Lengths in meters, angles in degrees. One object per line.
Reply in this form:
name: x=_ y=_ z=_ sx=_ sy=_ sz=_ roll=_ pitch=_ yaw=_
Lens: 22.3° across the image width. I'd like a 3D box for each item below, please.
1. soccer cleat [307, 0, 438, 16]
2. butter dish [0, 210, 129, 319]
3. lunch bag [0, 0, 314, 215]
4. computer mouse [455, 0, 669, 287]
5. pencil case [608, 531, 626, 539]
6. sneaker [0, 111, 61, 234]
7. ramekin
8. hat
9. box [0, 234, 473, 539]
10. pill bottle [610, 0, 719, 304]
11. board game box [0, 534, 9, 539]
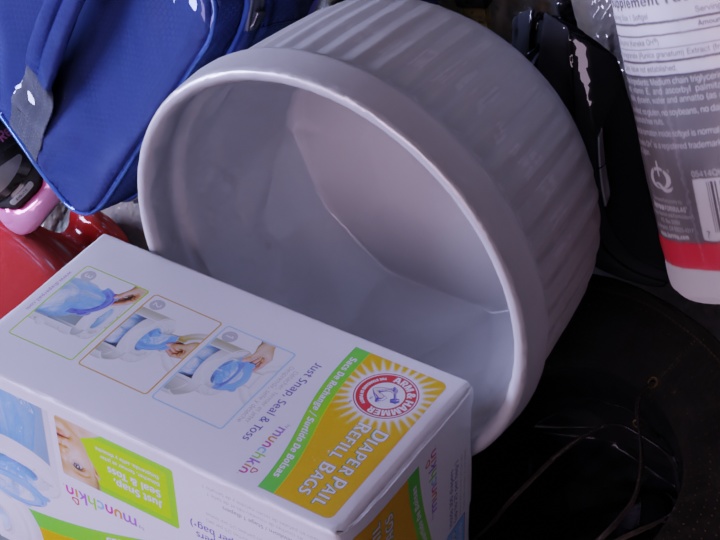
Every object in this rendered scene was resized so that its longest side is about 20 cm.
soccer cleat: x=-0.019 y=-0.082 z=0.919 sx=0.065 sy=0.084 sz=0.201 roll=37 pitch=125 yaw=2
butter dish: x=-0.193 y=0.027 z=1.079 sx=0.199 sy=0.148 sz=0.200 roll=30 pitch=165 yaw=31
lunch bag: x=-0.107 y=-0.132 z=0.940 sx=0.136 sy=0.132 sz=0.200 roll=48 pitch=132 yaw=14
computer mouse: x=0.077 y=-0.083 z=0.839 sx=0.140 sy=0.046 sz=0.201 roll=39 pitch=153 yaw=58
pencil case: x=0.060 y=0.151 z=0.948 sx=0.199 sy=0.078 sz=0.090 roll=5 pitch=122 yaw=39
sneaker: x=-0.227 y=-0.109 z=1.040 sx=0.079 sy=0.095 sz=0.200 roll=-50 pitch=43 yaw=17
ramekin: x=0.011 y=-0.023 z=0.800 sx=0.199 sy=0.105 sz=0.201 roll=23 pitch=135 yaw=25
hat: x=0.105 y=0.103 z=0.842 sx=0.199 sy=0.081 sz=0.202 roll=-16 pitch=56 yaw=25
box: x=-0.059 y=0.083 z=0.787 sx=0.199 sy=0.101 sz=0.113 roll=20 pitch=134 yaw=27
pill bottle: x=0.160 y=-0.096 z=0.740 sx=0.110 sy=0.110 sz=0.202 roll=-4 pitch=105 yaw=41
board game box: x=-0.140 y=0.157 z=0.964 sx=0.201 sy=0.102 sz=0.106 roll=87 pitch=171 yaw=-51
